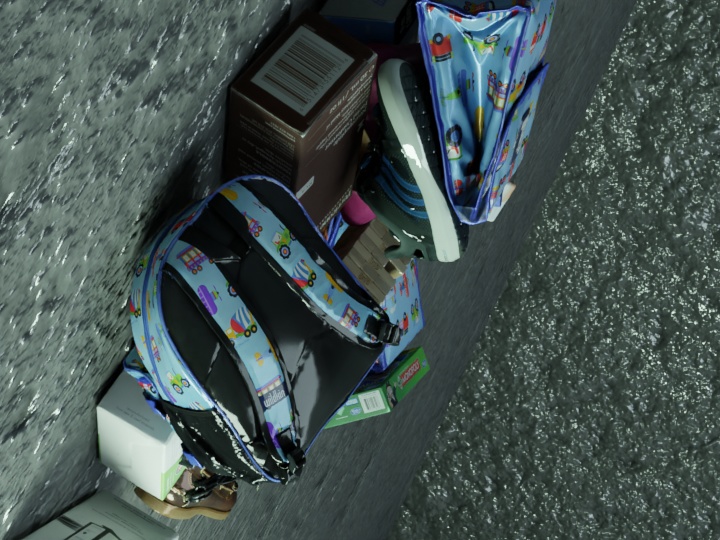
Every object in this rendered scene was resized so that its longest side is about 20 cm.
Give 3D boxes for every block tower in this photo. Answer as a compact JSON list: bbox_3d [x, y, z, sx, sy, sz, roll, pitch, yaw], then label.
[{"bbox_3d":[0.000,0.000,1.575,0.058,0.054,0.200,-27,-159,47],"label":"block tower"}]

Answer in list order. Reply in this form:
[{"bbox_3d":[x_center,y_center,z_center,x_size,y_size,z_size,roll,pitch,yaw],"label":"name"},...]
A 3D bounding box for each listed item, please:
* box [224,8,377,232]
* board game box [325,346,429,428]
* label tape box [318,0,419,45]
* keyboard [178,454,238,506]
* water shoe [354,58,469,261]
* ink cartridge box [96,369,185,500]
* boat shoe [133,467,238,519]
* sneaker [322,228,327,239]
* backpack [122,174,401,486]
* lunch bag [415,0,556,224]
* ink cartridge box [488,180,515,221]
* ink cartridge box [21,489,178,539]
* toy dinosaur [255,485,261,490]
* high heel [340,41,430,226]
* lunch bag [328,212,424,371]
[{"bbox_3d":[-0.051,-0.097,1.422,0.100,0.075,0.200,-50,167,-27],"label":"box"},{"bbox_3d":[-0.041,0.133,1.857,0.029,0.199,0.135,70,23,-10],"label":"board game box"},{"bbox_3d":[0.017,-0.209,1.511,0.201,0.063,0.144,-59,169,-19],"label":"label tape box"},{"bbox_3d":[-0.095,0.139,1.544,0.128,0.021,0.200,-63,161,17],"label":"keyboard"},{"bbox_3d":[0.029,-0.077,1.441,0.072,0.078,0.201,-80,157,-45],"label":"water shoe"},{"bbox_3d":[-0.135,0.074,1.494,0.200,0.067,0.117,-56,170,-28],"label":"ink cartridge box"},{"bbox_3d":[-0.151,0.194,1.727,0.071,0.070,0.200,-58,170,1],"label":"boat shoe"},{"bbox_3d":[-0.040,-0.043,1.628,0.112,0.077,0.200,-59,170,-7],"label":"sneaker"},{"bbox_3d":[-0.094,0.035,1.356,0.183,0.134,0.200,-52,123,-29],"label":"backpack"},{"bbox_3d":[0.101,-0.142,1.457,0.151,0.093,0.201,-60,153,-59],"label":"lunch bag"},{"bbox_3d":[0.057,-0.111,1.696,0.050,0.162,0.200,-56,170,4],"label":"ink cartridge box"},{"bbox_3d":[-0.240,0.278,1.463,0.147,0.084,0.200,-64,171,13],"label":"ink cartridge box"},{"bbox_3d":[-0.074,0.104,1.650,0.201,0.047,0.088,100,16,-45],"label":"toy dinosaur"},{"bbox_3d":[-0.007,-0.108,1.496,0.096,0.067,0.201,-13,139,-34],"label":"high heel"},{"bbox_3d":[0.009,-0.021,1.832,0.151,0.093,0.201,-42,137,-67],"label":"lunch bag"}]
